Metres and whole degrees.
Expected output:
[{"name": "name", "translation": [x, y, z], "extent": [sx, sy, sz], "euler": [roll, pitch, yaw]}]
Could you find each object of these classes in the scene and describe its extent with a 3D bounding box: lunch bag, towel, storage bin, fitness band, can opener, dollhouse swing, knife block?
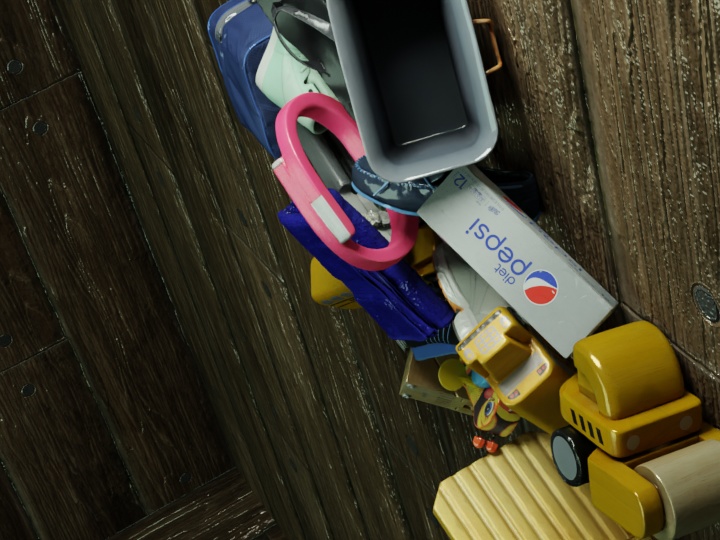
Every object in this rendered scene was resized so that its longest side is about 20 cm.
[{"name": "lunch bag", "translation": [-0.101, -0.254, 1.888], "extent": [0.132, 0.135, 0.201], "euler": [44, 156, 48]}, {"name": "towel", "translation": [0.000, 0.000, 1.698], "extent": [0.200, 0.050, 0.147], "euler": [46, 160, -13]}, {"name": "storage bin", "translation": [0.058, -0.200, 1.472], "extent": [0.134, 0.144, 0.202], "euler": [-79, -26, -80]}, {"name": "fitness band", "translation": [-0.017, -0.092, 1.610], "extent": [0.037, 0.143, 0.201], "euler": [-34, 90, 36]}, {"name": "can opener", "translation": [-0.019, -0.095, 1.768], "extent": [0.201, 0.052, 0.067], "euler": [61, 145, 22]}, {"name": "dollhouse swing", "translation": [0.194, 0.260, 1.661], "extent": [0.177, 0.199, 0.182], "euler": [60, 165, 12]}, {"name": "knife block", "translation": [0.115, 0.078, 1.911], "extent": [0.198, 0.177, 0.064], "euler": [16, 161, -1]}]

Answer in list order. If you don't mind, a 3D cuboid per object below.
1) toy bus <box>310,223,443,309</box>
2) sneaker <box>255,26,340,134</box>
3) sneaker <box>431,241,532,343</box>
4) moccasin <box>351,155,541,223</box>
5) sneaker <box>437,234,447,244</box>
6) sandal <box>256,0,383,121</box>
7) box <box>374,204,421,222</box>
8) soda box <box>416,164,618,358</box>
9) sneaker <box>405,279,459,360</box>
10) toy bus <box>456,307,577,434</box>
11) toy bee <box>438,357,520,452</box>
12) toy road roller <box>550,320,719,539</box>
[{"name": "toy bus", "translation": [0.028, -0.009, 1.837], "extent": [0.199, 0.078, 0.066], "euler": [-22, 62, 50]}, {"name": "sneaker", "translation": [-0.040, -0.241, 1.667], "extent": [0.118, 0.073, 0.201], "euler": [44, 139, 23]}, {"name": "sneaker", "translation": [0.139, 0.025, 1.649], "extent": [0.076, 0.091, 0.201], "euler": [53, -168, -37]}, {"name": "moccasin", "translation": [0.088, -0.096, 1.554], "extent": [0.198, 0.081, 0.069], "euler": [11, 128, 14]}, {"name": "sneaker", "translation": [0.070, -0.119, 1.660], "extent": [0.201, 0.078, 0.096], "euler": [62, -177, -30]}, {"name": "sandal", "translation": [-0.043, -0.234, 1.585], "extent": [0.200, 0.043, 0.076], "euler": [49, 136, 16]}, {"name": "box", "translation": [0.032, -0.088, 1.854], "extent": [0.083, 0.068, 0.200], "euler": [61, 164, 12]}, {"name": "soda box", "translation": [0.149, -0.012, 1.469], "extent": [0.200, 0.068, 0.063], "euler": [44, -167, 8]}, {"name": "sneaker", "translation": [0.104, 0.048, 1.763], "extent": [0.199, 0.070, 0.078], "euler": [-21, 102, 53]}, {"name": "toy bus", "translation": [0.173, 0.107, 1.537], "extent": [0.200, 0.065, 0.079], "euler": [34, -163, -54]}, {"name": "toy bee", "translation": [0.146, 0.142, 1.754], "extent": [0.130, 0.110, 0.200], "euler": [25, -172, -2]}, {"name": "toy road roller", "translation": [0.257, 0.137, 1.404], "extent": [0.200, 0.122, 0.147], "euler": [-143, 40, -59]}]
